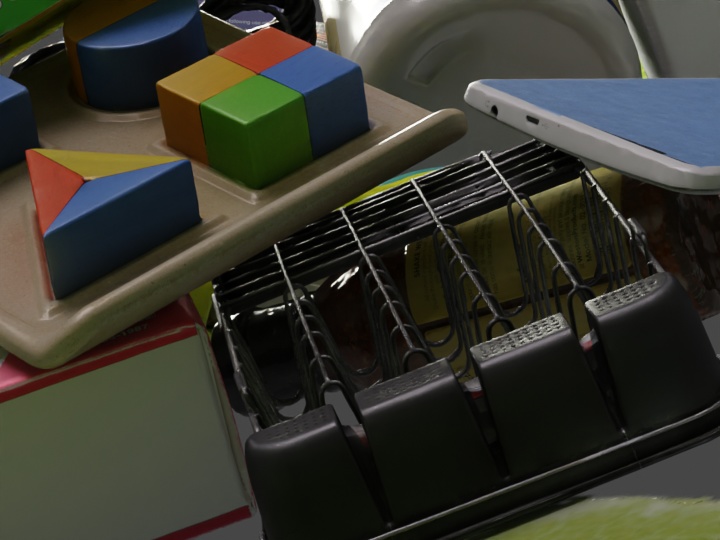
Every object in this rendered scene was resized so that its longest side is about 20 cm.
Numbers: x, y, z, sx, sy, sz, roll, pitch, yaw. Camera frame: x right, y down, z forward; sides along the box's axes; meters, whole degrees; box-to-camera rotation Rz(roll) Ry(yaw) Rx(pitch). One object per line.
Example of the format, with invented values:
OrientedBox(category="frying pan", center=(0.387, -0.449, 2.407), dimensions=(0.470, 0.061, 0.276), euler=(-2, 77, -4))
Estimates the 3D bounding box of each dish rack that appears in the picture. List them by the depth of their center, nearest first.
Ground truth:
OrientedBox(category="dish rack", center=(0.025, 0.018, 0.880), dimensions=(0.152, 0.055, 0.200), euler=(-20, 21, -2))

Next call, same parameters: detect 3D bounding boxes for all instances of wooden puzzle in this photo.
OrientedBox(category="wooden puzzle", center=(-0.091, -0.048, 0.970), dimensions=(0.185, 0.047, 0.199), euler=(-31, 33, -30))

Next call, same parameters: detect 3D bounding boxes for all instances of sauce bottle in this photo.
OrientedBox(category="sauce bottle", center=(0.037, 0.010, 0.997), dimensions=(0.199, 0.066, 0.066), euler=(-14, 10, 27))

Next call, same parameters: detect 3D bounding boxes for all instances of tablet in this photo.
OrientedBox(category="tablet", center=(0.149, -0.047, 0.937), dimensions=(0.199, 0.014, 0.130), euler=(-3, 18, -33))

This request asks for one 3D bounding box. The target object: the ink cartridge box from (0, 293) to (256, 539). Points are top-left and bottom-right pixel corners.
OrientedBox(category="ink cartridge box", center=(-0.135, 0.031, 0.987), dimensions=(0.144, 0.085, 0.200), euler=(-19, 29, -8))

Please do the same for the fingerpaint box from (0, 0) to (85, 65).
OrientedBox(category="fingerpaint box", center=(-0.147, -0.122, 1.064), dimensions=(0.199, 0.074, 0.167), euler=(-33, 4, -8))

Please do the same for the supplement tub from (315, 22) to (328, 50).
OrientedBox(category="supplement tub", center=(-0.033, -0.068, 1.473), dimensions=(0.122, 0.123, 0.200), euler=(-19, 9, 10))

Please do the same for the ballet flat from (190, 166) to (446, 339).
OrientedBox(category="ballet flat", center=(0.000, 0.000, 1.151), dimensions=(0.199, 0.067, 0.067), euler=(-7, 30, -31))

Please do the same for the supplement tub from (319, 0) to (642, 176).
OrientedBox(category="supplement tub", center=(0.053, -0.123, 1.333), dimensions=(0.144, 0.145, 0.200), euler=(-20, 33, 7))

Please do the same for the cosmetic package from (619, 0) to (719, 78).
OrientedBox(category="cosmetic package", center=(0.222, -0.171, 1.352), dimensions=(0.199, 0.166, 0.165), euler=(-20, 7, 4))

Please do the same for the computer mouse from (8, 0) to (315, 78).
OrientedBox(category="computer mouse", center=(-0.058, -0.028, 1.182), dimensions=(0.138, 0.201, 0.053), euler=(-19, 43, 5))

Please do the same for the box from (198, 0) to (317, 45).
OrientedBox(category="box", center=(-0.087, -0.068, 1.326), dimensions=(0.120, 0.201, 0.032), euler=(5, -27, 4))
